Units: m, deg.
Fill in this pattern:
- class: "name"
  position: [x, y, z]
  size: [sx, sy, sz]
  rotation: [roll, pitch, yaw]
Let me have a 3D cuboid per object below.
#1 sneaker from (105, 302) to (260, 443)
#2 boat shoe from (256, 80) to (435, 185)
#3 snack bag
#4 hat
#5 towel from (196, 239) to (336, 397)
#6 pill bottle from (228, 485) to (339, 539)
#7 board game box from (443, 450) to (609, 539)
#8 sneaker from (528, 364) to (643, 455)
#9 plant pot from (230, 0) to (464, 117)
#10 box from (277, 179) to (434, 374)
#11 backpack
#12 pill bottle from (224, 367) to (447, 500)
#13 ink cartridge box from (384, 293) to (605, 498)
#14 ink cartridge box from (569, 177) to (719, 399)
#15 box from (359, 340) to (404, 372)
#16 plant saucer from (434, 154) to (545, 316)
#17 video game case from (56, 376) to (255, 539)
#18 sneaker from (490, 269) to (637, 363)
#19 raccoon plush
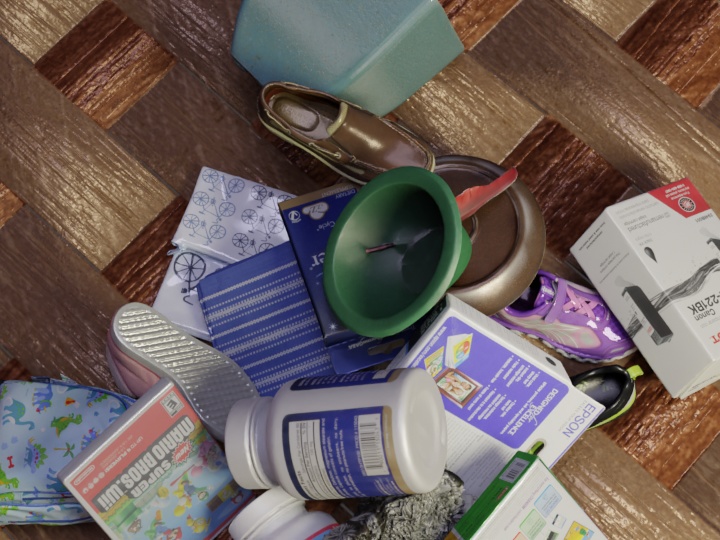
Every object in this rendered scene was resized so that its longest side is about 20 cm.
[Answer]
- class: "sneaker"
  position: [-0.191, 0.121, 1.621]
  size: [0.200, 0.105, 0.076]
  rotation: [40, 59, -3]
- class: "boat shoe"
  position: [-0.019, -0.142, 1.582]
  size: [0.200, 0.075, 0.075]
  rotation: [20, 80, 8]
- class: "snack bag"
  position: [-0.126, -0.002, 1.695]
  size: [0.187, 0.021, 0.202]
  rotation: [19, 71, 7]
- class: "hat"
  position: [0.086, -0.008, 1.552]
  size: [0.200, 0.175, 0.166]
  rotation: [-46, 53, 18]
- class: "towel"
  position: [-0.089, 0.077, 1.625]
  size: [0.144, 0.024, 0.202]
  rotation: [-22, 77, 20]
- class: "pill bottle"
  position: [-0.043, 0.316, 1.527]
  size: [0.108, 0.109, 0.200]
  rotation: [-35, 74, -12]
- class: "board game box"
  position: [0.177, 0.304, 1.509]
  size: [0.153, 0.040, 0.200]
  rotation: [-46, 111, -16]
- class: "sneaker"
  position: [0.204, 0.148, 1.599]
  size: [0.199, 0.083, 0.072]
  rotation: [-29, 71, -6]
- class: "plant pot"
  position: [-0.031, -0.265, 1.710]
  size: [0.200, 0.196, 0.196]
  rotation: [-46, 75, 4]
- class: "box"
  position: [0.000, 0.000, 1.579]
  size: [0.120, 0.032, 0.202]
  rotation: [-17, 65, -6]
- class: "backpack"
  position: [-0.306, 0.189, 1.573]
  size: [0.198, 0.154, 0.165]
  rotation: [12, 61, -8]
- class: "pill bottle"
  position: [-0.025, 0.162, 1.482]
  size: [0.198, 0.120, 0.121]
  rotation: [-7, 67, 23]
- class: "ink cartridge box"
  position: [0.112, 0.148, 1.549]
  size: [0.199, 0.044, 0.199]
  rotation: [32, 115, -13]
- class: "ink cartridge box"
  position: [0.343, 0.017, 1.622]
  size: [0.143, 0.084, 0.201]
  rotation: [-20, 69, -37]
- class: "box"
  position: [0.045, 0.016, 1.660]
  size: [0.082, 0.069, 0.200]
  rotation: [37, 74, 17]
- class: "plant saucer"
  position: [0.098, -0.042, 1.624]
  size: [0.198, 0.032, 0.202]
  rotation: [-3, 65, 7]
- class: "video game case"
  position: [-0.201, 0.218, 1.529]
  size: [0.143, 0.201, 0.017]
  rotation: [-43, 43, -15]
- class: "sneaker"
  position: [0.215, 0.040, 1.640]
  size: [0.198, 0.089, 0.081]
  rotation: [14, 68, 5]
- class: "raccoon plush"
  position: [0.043, 0.275, 1.521]
  size: [0.199, 0.097, 0.135]
  rotation: [-30, 112, -17]
